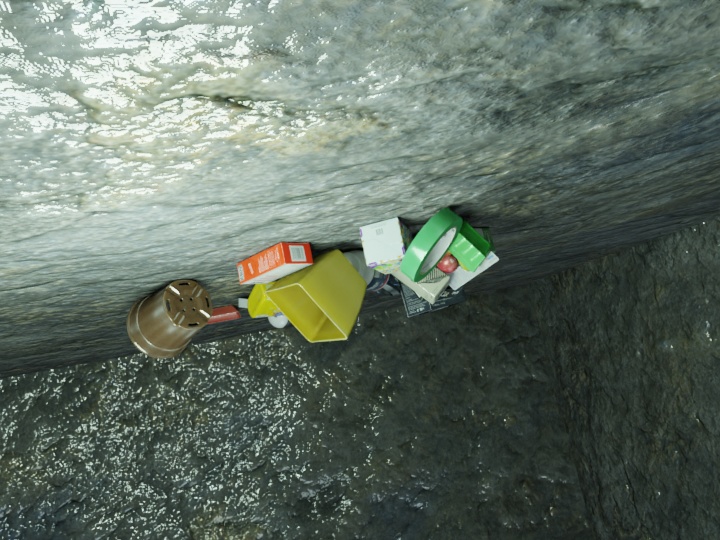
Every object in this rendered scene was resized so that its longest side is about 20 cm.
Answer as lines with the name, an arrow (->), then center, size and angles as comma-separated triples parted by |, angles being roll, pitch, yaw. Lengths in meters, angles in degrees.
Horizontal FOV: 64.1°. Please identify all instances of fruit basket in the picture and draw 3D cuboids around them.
fruit basket -> 0.264, -0.049, 1.628 | 0.094, 0.185, 0.200 | -53, -173, -35

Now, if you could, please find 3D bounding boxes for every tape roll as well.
tape roll -> 0.181, -0.063, 1.458 | 0.200, 0.048, 0.201 | -46, 163, -18

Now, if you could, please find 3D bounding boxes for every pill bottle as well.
pill bottle -> 0.000, 0.000, 1.738 | 0.119, 0.121, 0.200 | -16, 169, 23

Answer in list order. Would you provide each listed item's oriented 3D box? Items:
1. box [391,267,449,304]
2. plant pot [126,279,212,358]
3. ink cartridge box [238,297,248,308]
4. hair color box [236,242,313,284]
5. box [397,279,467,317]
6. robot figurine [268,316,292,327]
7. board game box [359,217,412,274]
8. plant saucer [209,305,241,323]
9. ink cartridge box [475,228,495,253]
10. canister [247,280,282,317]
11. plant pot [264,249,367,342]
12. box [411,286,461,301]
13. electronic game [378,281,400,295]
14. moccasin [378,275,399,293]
box -> 0.157, 0.002, 1.673 | 0.082, 0.199, 0.068 | -50, 164, -16
plant pot -> -0.537, 0.130, 1.659 | 0.199, 0.202, 0.198 | -2, 159, -46
ink cartridge box -> -0.353, 0.119, 2.089 | 0.099, 0.040, 0.199 | -3, -176, -42
hair color box -> -0.229, -0.017, 1.522 | 0.199, 0.062, 0.101 | -22, 167, 40
box -> 0.241, 0.040, 1.992 | 0.199, 0.198, 0.124 | -10, 170, -42
robot figurine -> -0.287, 0.169, 2.370 | 0.199, 0.126, 0.150 | -4, 151, -39
board game box -> 0.080, -0.060, 1.526 | 0.104, 0.104, 0.200 | -14, 170, 14
plant saucer -> -0.587, 0.181, 2.320 | 0.198, 0.037, 0.200 | -10, 170, -10
ink cartridge box -> 0.297, -0.073, 1.784 | 0.199, 0.085, 0.144 | -3, 167, -42
canister -> -0.270, 0.094, 1.956 | 0.199, 0.087, 0.149 | -2, 140, -37
plant pot -> -0.102, 0.058, 1.558 | 0.199, 0.200, 0.177 | -15, -149, 53
box -> 0.199, 0.006, 1.797 | 0.159, 0.200, 0.044 | -3, 135, -38
electronic game -> 0.045, 0.036, 1.979 | 0.199, 0.042, 0.200 | 25, 172, 4
moccasin -> 0.097, 0.058, 2.354 | 0.080, 0.069, 0.200 | -5, 169, -34
